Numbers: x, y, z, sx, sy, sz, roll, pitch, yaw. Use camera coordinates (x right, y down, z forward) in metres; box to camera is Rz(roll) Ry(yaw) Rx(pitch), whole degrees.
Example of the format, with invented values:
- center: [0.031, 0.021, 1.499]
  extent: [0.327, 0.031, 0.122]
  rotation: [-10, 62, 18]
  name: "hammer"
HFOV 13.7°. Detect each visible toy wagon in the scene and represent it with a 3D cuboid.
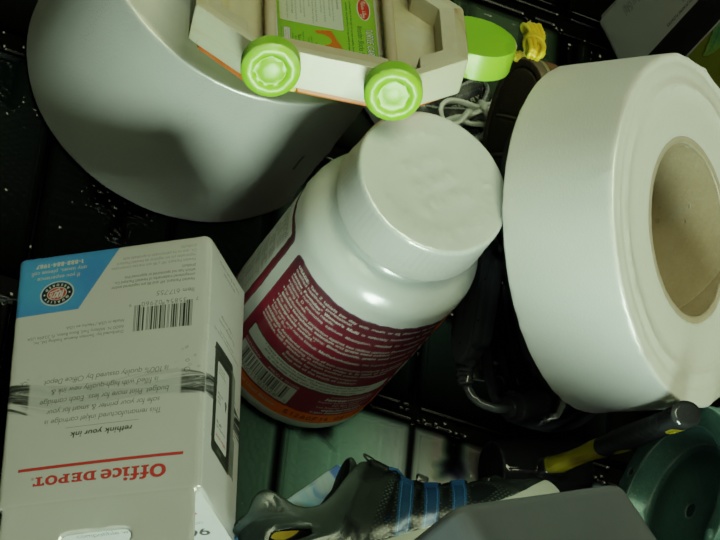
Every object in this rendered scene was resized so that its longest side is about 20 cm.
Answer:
- center: [0.004, -0.133, 1.667]
  extent: [0.199, 0.040, 0.155]
  rotation: [12, 31, -9]
  name: "toy wagon"

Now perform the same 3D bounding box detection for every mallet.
- center: [0.145, 0.102, 1.722]
  extent: [0.066, 0.200, 0.041]
  rotation: [4, 75, -32]
  name: "mallet"

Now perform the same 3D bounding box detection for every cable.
- center: [0.123, -0.005, 1.752]
  extent: [0.163, 0.051, 0.201]
  rotation: [11, 86, -47]
  name: "cable"

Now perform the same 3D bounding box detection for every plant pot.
- center: [0.226, 0.154, 1.714]
  extent: [0.134, 0.200, 0.201]
  rotation: [25, 52, -25]
  name: "plant pot"

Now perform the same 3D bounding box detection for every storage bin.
- center: [0.095, 0.198, 1.580]
  extent: [0.200, 0.145, 0.135]
  rotation: [-1, 56, -51]
  name: "storage bin"

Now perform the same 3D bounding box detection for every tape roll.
- center: [0.156, -0.021, 1.696]
  extent: [0.202, 0.071, 0.204]
  rotation: [14, 73, -57]
  name: "tape roll"
- center: [-0.085, -0.148, 1.788]
  extent: [0.202, 0.139, 0.204]
  rotation: [14, 56, -21]
  name: "tape roll"

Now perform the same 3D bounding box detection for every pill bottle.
- center: [0.000, 0.000, 1.702]
  extent: [0.109, 0.200, 0.110]
  rotation: [13, 56, -20]
  name: "pill bottle"

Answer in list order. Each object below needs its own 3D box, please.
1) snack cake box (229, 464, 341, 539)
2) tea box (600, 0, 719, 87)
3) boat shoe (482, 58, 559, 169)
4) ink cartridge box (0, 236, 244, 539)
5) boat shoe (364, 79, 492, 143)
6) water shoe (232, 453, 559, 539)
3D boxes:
- center: [-0.001, 0.223, 1.649]
  extent: [0.115, 0.067, 0.200]
  rotation: [-32, 80, -39]
  name: "snack cake box"
- center: [0.290, -0.146, 1.947]
  extent: [0.133, 0.200, 0.197]
  rotation: [-14, 68, -34]
  name: "tea box"
- center: [0.121, -0.032, 1.834]
  extent: [0.068, 0.072, 0.201]
  rotation: [-7, 102, -30]
  name: "boat shoe"
- center: [-0.129, 0.088, 1.631]
  extent: [0.115, 0.068, 0.201]
  rotation: [-7, 57, 14]
  name: "ink cartridge box"
- center: [0.059, -0.094, 1.875]
  extent: [0.073, 0.068, 0.200]
  rotation: [-20, 74, -35]
  name: "boat shoe"
- center: [0.023, 0.130, 1.631]
  extent: [0.199, 0.072, 0.079]
  rotation: [-14, 65, -37]
  name: "water shoe"
